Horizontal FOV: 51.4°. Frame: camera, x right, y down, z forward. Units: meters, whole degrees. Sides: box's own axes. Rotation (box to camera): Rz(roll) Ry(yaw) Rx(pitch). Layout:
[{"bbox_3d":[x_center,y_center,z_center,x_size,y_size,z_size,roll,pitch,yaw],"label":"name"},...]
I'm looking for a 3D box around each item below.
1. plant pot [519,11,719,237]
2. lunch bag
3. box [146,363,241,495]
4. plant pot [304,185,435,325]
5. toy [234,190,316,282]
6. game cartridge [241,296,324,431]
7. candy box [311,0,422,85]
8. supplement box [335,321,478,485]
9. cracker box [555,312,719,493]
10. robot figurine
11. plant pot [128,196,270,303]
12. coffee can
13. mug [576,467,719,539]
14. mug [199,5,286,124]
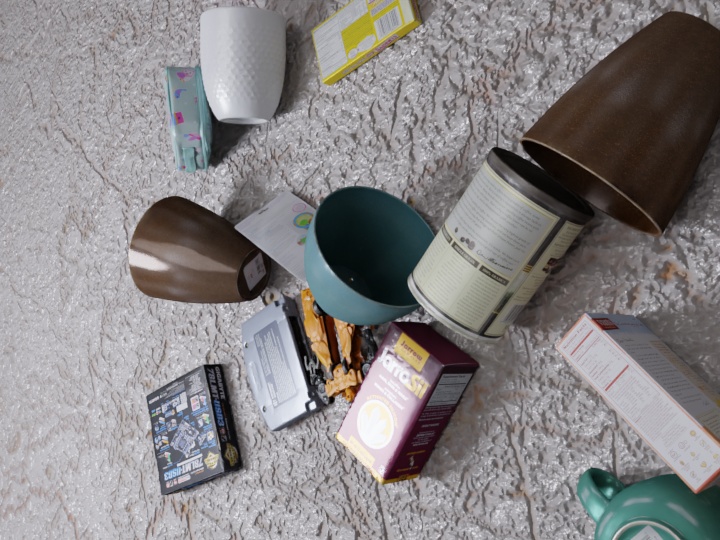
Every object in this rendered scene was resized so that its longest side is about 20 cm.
[{"bbox_3d":[0.310,-0.172,0.822,0.187,0.187,0.200,40,97,36],"label":"plant pot"},{"bbox_3d":[-0.314,-0.271,1.380,0.200,0.077,0.161,130,131,-75],"label":"lunch bag"},{"bbox_3d":[-0.317,0.300,1.402,0.200,0.050,0.199,-30,68,36],"label":"box"},{"bbox_3d":[0.000,0.000,1.067,0.135,0.200,0.201,-51,54,46],"label":"plant pot"},{"bbox_3d":[-0.103,-0.048,1.228,0.200,0.115,0.047,34,153,40],"label":"toy"},{"bbox_3d":[-0.138,0.161,1.265,0.133,0.041,0.201,-36,64,38],"label":"game cartridge"},{"bbox_3d":[0.005,-0.387,1.193,0.200,0.026,0.103,-24,68,37],"label":"candy box"},{"bbox_3d":[0.062,0.184,1.051,0.110,0.086,0.200,38,110,37],"label":"supplement box"},{"bbox_3d":[0.320,0.132,0.796,0.200,0.134,0.058,51,119,33],"label":"cracker box"},{"bbox_3d":[-0.028,0.106,1.157,0.145,0.058,0.201,-28,68,37],"label":"robot figurine"},{"bbox_3d":[-0.263,-0.019,1.305,0.199,0.187,0.188,15,96,27],"label":"plant pot"},{"bbox_3d":[0.171,-0.030,0.934,0.146,0.146,0.200,47,116,34],"label":"coffee can"},{"bbox_3d":[0.314,0.299,0.798,0.185,0.114,0.153,-6,82,41],"label":"mug"},{"bbox_3d":[-0.211,-0.348,1.318,0.200,0.147,0.176,-172,81,-70],"label":"mug"}]
